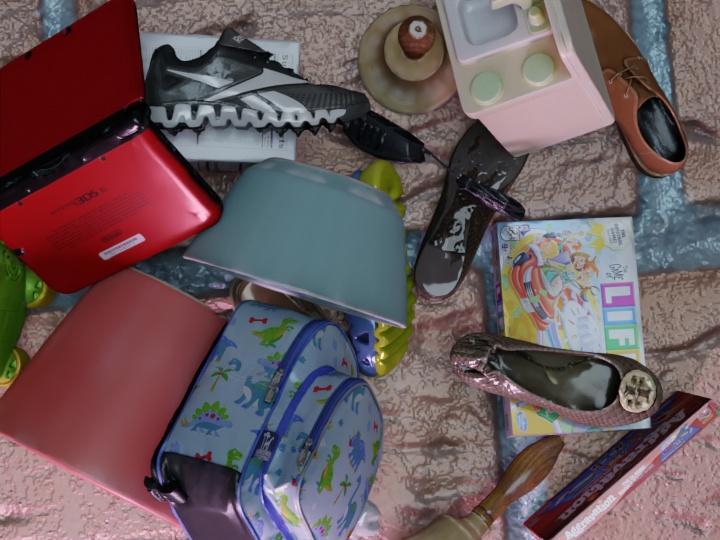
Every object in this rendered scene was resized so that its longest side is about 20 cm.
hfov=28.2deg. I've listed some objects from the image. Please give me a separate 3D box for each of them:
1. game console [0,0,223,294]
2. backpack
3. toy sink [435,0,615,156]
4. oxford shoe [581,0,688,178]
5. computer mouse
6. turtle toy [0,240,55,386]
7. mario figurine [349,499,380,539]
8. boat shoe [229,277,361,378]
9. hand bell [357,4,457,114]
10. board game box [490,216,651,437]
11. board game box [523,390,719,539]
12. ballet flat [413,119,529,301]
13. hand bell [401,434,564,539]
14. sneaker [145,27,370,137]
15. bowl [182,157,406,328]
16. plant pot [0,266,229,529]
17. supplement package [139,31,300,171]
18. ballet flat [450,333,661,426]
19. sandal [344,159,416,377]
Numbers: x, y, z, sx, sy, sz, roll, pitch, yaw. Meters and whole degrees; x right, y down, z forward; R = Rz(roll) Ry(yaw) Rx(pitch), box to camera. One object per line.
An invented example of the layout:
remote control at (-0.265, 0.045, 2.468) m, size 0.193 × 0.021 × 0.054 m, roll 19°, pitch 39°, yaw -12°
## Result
game console at (-0.224, -0.100, 1.210) m, size 0.199 × 0.119 × 0.173 m, roll -23°, pitch 123°, yaw 30°
backpack at (-0.062, 0.139, 1.197) m, size 0.146 × 0.184 × 0.201 m, roll 9°, pitch 58°, yaw 20°
toy sink at (0.139, -0.198, 1.256) m, size 0.111 × 0.200 × 0.132 m, roll -18°, pitch 75°, yaw 15°
oxford shoe at (0.252, -0.180, 1.360) m, size 0.071 × 0.071 × 0.201 m, roll -37°, pitch 92°, yaw -3°
computer mouse at (0.063, -0.094, 1.326) m, size 0.199 × 0.059 × 0.034 m, roll 33°, pitch 103°, yaw 16°
turtle toy at (-0.360, 0.058, 1.271) m, size 0.100 × 0.146 × 0.202 m, roll 17°, pitch 87°, yaw 16°
mario figurine at (-0.018, 0.261, 1.306) m, size 0.105 × 0.123 × 0.202 m, roll -11°, pitch 76°, yaw 11°
boat shoe at (-0.047, 0.078, 1.329) m, size 0.074 × 0.066 × 0.200 m, roll -41°, pitch 93°, yaw -4°
hand bell at (0.048, -0.200, 1.268) m, size 0.103 × 0.200 × 0.105 m, roll 0°, pitch 90°, yaw 1°
board game box at (0.197, 0.053, 1.355) m, size 0.133 × 0.034 × 0.202 m, roll -3°, pitch 81°, yaw -6°
board game box at (0.242, 0.186, 1.340) m, size 0.200 × 0.103 × 0.019 m, roll -40°, pitch 94°, yaw -5°
ballet flat at (0.104, -0.062, 1.360) m, size 0.067 × 0.046 × 0.201 m, roll 22°, pitch 82°, yaw 9°
hand bell at (0.120, 0.226, 1.340) m, size 0.200 × 0.104 × 0.104 m, roll -42°, pitch 94°, yaw -16°
sneaker at (-0.090, -0.160, 1.214) m, size 0.198 × 0.066 × 0.091 m, roll 0°, pitch 92°, yaw -3°
bowl at (-0.041, -0.029, 1.223) m, size 0.199 × 0.201 × 0.106 m, roll 19°, pitch 87°, yaw -5°
plant pot at (-0.200, 0.105, 1.263) m, size 0.199 × 0.200 × 0.178 m, roll 28°, pitch 77°, yaw -5°
supplement package at (-0.156, -0.149, 1.296) m, size 0.198 × 0.110 × 0.115 m, roll 3°, pitch 89°, yaw -6°
ballet flat at (0.179, 0.095, 1.297) m, size 0.198 × 0.046 × 0.068 m, roll 14°, pitch 79°, yaw -3°
sandal at (0.000, 0.000, 1.338) m, size 0.086 × 0.079 × 0.202 m, roll -3°, pitch 95°, yaw 23°
